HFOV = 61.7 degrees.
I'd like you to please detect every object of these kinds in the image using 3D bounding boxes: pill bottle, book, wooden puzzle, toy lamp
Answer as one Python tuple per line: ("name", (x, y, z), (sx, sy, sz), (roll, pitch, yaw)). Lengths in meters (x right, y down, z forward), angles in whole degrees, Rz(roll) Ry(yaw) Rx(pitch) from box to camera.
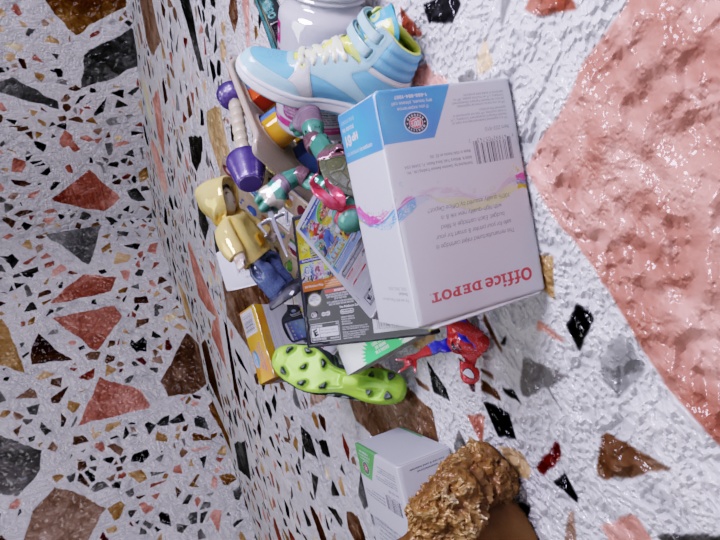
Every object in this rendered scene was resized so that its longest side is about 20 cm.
("pill bottle", (-0.048, -0.275, 0.755), (0.113, 0.113, 0.200), (54, 147, 41))
("book", (0.001, 0.021, 0.808), (0.134, 0.048, 0.200), (-34, 70, 27))
("wooden puzzle", (-0.110, -0.209, 0.901), (0.185, 0.046, 0.200), (39, -154, -52))
("toy lamp", (-0.172, -0.195, 0.871), (0.058, 0.058, 0.200), (109, 151, -51))

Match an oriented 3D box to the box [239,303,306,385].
("box", (-0.096, 0.116, 0.978), (0.041, 0.200, 0.119), (-31, 68, 30))

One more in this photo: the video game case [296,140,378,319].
("video game case", (0.003, -0.058, 0.709), (0.200, 0.018, 0.143), (48, 115, 43))

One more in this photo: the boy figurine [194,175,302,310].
("boy figurine", (-0.153, -0.044, 0.848), (0.064, 0.124, 0.200), (-33, 93, 26))

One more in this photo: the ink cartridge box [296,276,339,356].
("ink cartridge box", (-0.042, 0.031, 0.936), (0.145, 0.087, 0.200), (127, 128, -61))

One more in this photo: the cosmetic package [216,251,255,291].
("cosmetic package", (-0.176, -0.020, 1.089), (0.200, 0.101, 0.074), (-39, -65, -81))

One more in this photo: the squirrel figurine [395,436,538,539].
("squirrel figurine", (0.087, 0.286, 0.656), (0.142, 0.186, 0.200), (39, 136, 55))

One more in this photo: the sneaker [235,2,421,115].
("sneaker", (-0.027, -0.240, 0.654), (0.131, 0.200, 0.080), (118, 154, -45))

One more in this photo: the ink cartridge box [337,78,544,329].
("ink cartridge box", (0.075, -0.060, 0.553), (0.085, 0.144, 0.201), (-4, 98, 64))

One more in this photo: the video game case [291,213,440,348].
("video game case", (0.000, 0.000, 0.765), (0.200, 0.025, 0.181), (-11, 84, 38))

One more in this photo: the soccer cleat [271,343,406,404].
("soccer cleat", (-0.031, 0.156, 0.869), (0.081, 0.200, 0.068), (69, -144, -69))

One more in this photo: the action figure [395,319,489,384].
("action figure", (0.079, 0.034, 0.658), (0.065, 0.099, 0.200), (-20, 87, 58))

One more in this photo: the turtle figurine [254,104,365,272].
("turtle figurine", (-0.022, -0.087, 0.622), (0.101, 0.150, 0.200), (-41, 39, 36))

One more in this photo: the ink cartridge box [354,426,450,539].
("ink cartridge box", (0.074, 0.338, 0.841), (0.146, 0.084, 0.201), (-5, 97, 66))

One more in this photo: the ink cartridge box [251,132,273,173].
("ink cartridge box", (-0.160, -0.209, 1.108), (0.198, 0.047, 0.201), (-151, 53, -66))

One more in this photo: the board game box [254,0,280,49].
("board game box", (-0.111, -0.319, 0.879), (0.200, 0.028, 0.135), (71, 175, -59))

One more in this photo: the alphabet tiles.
("alphabet tiles", (-0.155, -0.082, 0.925), (0.200, 0.008, 0.167), (40, 133, 24))
